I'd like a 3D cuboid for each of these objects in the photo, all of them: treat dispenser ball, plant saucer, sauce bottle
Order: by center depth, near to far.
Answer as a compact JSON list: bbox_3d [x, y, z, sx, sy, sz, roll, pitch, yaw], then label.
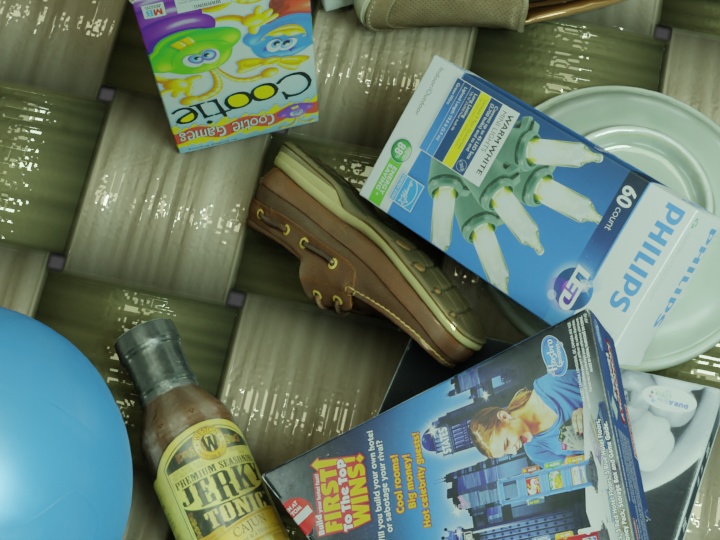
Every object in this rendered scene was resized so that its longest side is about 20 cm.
[{"bbox_3d":[-0.227,0.117,0.721,0.199,0.201,0.203,0,72,1],"label":"treat dispenser ball"},{"bbox_3d":[-0.095,0.125,0.788,0.064,0.065,0.201,-26,74,-7],"label":"sauce bottle"},{"bbox_3d":[0.171,-0.037,0.844,0.198,0.050,0.202,0,71,1],"label":"plant saucer"}]

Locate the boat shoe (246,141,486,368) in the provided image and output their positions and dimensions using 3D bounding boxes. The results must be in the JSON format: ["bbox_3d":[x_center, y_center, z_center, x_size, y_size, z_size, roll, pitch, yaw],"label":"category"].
[{"bbox_3d":[0.000,0.000,0.815,0.068,0.072,0.200,-51,56,8],"label":"boat shoe"}]

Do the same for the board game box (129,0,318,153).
[{"bbox_3d":[-0.088,-0.169,0.813,0.104,0.200,0.104,-14,72,-4],"label":"board game box"}]

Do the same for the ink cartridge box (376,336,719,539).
[{"bbox_3d":[0.086,0.140,0.746,0.197,0.043,0.201,11,65,28],"label":"ink cartridge box"}]

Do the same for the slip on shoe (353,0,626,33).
[{"bbox_3d":[0.096,-0.192,0.886,0.198,0.076,0.061,-14,65,-11],"label":"slip on shoe"}]

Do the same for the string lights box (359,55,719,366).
[{"bbox_3d":[0.106,-0.038,0.792,0.200,0.059,0.103,35,103,30],"label":"string lights box"}]

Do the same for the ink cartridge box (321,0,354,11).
[{"bbox_3d":[0.052,-0.269,0.871,0.198,0.146,0.083,-18,69,-4],"label":"ink cartridge box"}]

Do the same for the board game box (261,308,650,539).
[{"bbox_3d":[0.052,0.144,0.693,0.198,0.062,0.202,-15,65,19],"label":"board game box"}]
